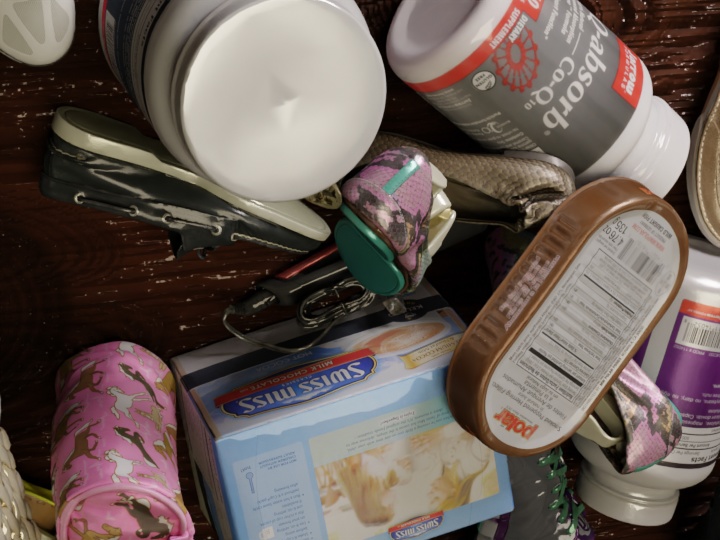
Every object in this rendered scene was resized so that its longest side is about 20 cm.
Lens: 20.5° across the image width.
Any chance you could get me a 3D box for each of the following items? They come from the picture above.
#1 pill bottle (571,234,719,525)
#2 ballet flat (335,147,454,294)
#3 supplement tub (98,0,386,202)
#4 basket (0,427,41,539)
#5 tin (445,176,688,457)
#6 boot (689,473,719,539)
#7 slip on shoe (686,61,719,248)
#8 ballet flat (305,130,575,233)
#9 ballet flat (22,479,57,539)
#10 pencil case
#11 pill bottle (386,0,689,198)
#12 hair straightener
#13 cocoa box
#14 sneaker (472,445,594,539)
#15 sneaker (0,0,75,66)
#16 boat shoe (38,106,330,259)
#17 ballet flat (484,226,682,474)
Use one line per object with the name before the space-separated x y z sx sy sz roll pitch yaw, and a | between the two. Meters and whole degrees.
pill bottle | 0.220 0.079 1.454 0.112 0.112 0.201 7 110 -23
ballet flat | 0.025 -0.033 1.242 0.071 0.200 0.069 -42 82 -7
supplement tub | -0.074 -0.133 1.205 0.140 0.200 0.141 -8 115 -17
basket | -0.306 0.211 1.246 0.199 0.161 0.199 -2 119 21
tin | 0.137 0.032 1.302 0.112 0.042 0.200 34 93 -36
boot | 0.296 0.131 1.520 0.065 0.165 0.201 6 87 -1
slip on shoe | 0.285 -0.110 1.409 0.076 0.061 0.201 10 99 -21
ballet flat | 0.043 -0.053 1.316 0.199 0.047 0.068 6 147 14
ballet flat | -0.222 0.181 1.361 0.200 0.067 0.067 34 97 -29
pencil case | -0.155 0.120 1.287 0.082 0.200 0.087 -20 118 1
pill bottle | 0.122 -0.123 1.330 0.200 0.116 0.116 37 96 -29
hair straightener | 0.000 0.000 1.358 0.199 0.077 0.041 -25 135 -10
cocoa box | -0.013 0.113 1.371 0.199 0.131 0.134 -17 117 -13
sneaker | 0.136 0.154 1.455 0.087 0.075 0.201 14 127 12
sneaker | -0.220 -0.196 1.172 0.075 0.115 0.201 -28 119 -7
boat shoe | -0.118 -0.041 1.301 0.199 0.075 0.066 20 107 -26
ballet flat | 0.141 0.057 1.383 0.071 0.069 0.200 -31 78 -35
